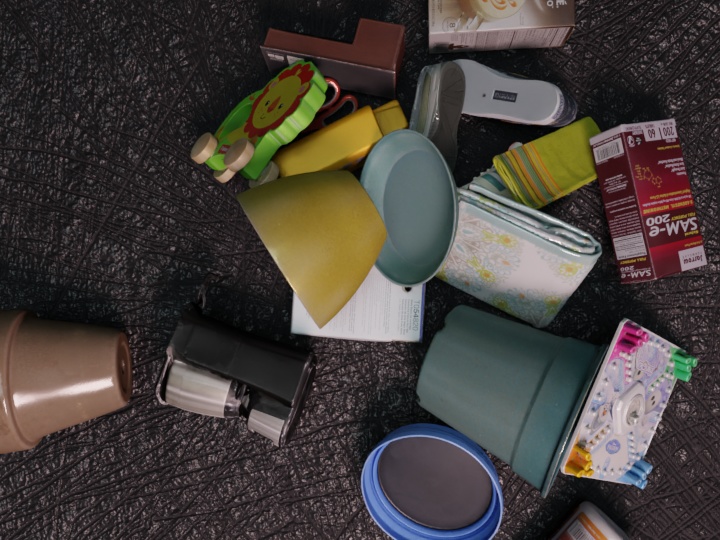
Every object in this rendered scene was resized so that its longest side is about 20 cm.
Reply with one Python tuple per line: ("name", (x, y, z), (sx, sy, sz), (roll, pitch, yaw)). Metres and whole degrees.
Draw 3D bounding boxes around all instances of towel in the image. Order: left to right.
("towel", (0.195, -0.018, 0.801), (0.197, 0.172, 0.048), (27, 56, 9))
("towel", (0.270, -0.148, 0.808), (0.198, 0.018, 0.087), (-26, 81, -26))

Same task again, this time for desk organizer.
("desk organizer", (-0.036, -0.320, 0.870), (0.196, 0.072, 0.079), (13, 77, 7))

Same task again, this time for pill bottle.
("pill bottle", (0.281, 0.423, 0.802), (0.112, 0.112, 0.201), (41, 94, 6))

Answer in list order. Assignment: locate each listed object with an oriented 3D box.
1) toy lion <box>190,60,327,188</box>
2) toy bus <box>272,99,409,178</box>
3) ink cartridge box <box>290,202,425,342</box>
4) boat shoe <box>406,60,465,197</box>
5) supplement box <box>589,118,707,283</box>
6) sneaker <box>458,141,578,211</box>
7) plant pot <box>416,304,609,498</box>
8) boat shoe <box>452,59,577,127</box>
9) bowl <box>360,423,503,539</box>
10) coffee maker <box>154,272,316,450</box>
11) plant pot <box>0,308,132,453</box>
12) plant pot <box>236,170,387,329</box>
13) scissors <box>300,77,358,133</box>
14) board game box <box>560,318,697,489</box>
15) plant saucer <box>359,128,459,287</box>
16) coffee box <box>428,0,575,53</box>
("toy lion", (-0.136, -0.213, 0.846), (0.068, 0.199, 0.194), (39, 78, -38))
("toy bus", (-0.024, -0.179, 0.867), (0.197, 0.078, 0.066), (-25, 86, 6))
("ink cartridge box", (0.000, 0.000, 0.880), (0.196, 0.041, 0.204), (4, 89, 7))
("boat shoe", (0.094, -0.189, 0.842), (0.064, 0.073, 0.206), (15, 97, 50))
("supplement box", (0.387, -0.093, 0.803), (0.107, 0.061, 0.204), (-12, 88, -25))
("sneaker", (0.202, -0.128, 0.850), (0.195, 0.070, 0.095), (-8, 76, 5))
("plant pot", (0.188, 0.151, 0.774), (0.194, 0.200, 0.204), (22, 92, 25))
("boat shoe", (0.205, -0.244, 0.849), (0.198, 0.090, 0.072), (28, 109, 34))
("bowl", (0.099, 0.303, 0.828), (0.197, 0.039, 0.205), (7, 112, 16))
("coffee maker", (-0.163, 0.128, 0.847), (0.196, 0.135, 0.196), (17, 97, 3))
("plant pot", (-0.433, 0.150, 0.870), (0.171, 0.200, 0.205), (-5, 88, -10))
("plant pot", (-0.049, -0.049, 0.777), (0.141, 0.200, 0.202), (-34, 85, -5))
("scissors", (-0.093, -0.210, 0.905), (0.199, 0.014, 0.073), (-36, 118, 18))
("board game box", (0.355, 0.182, 0.773), (0.026, 0.198, 0.203), (24, 92, 52))
("plant saucer", (0.066, -0.081, 0.786), (0.035, 0.199, 0.204), (-8, 87, -35))
("coffee box", (0.194, -0.380, 0.843), (0.196, 0.080, 0.117), (-1, 89, 7))
